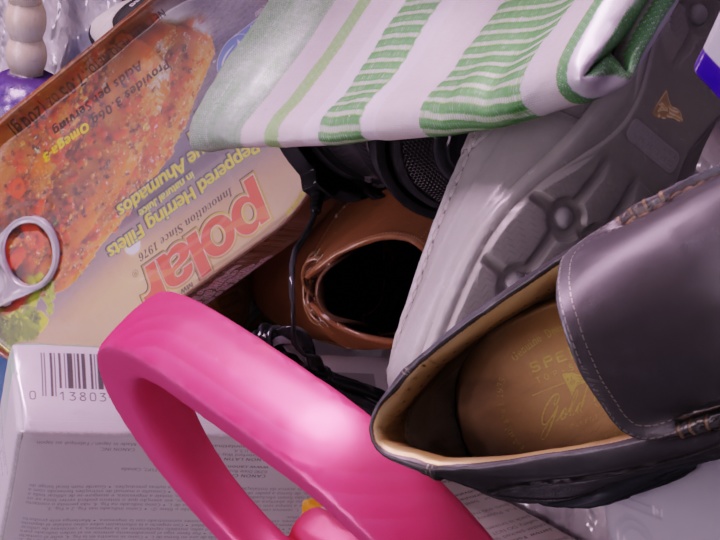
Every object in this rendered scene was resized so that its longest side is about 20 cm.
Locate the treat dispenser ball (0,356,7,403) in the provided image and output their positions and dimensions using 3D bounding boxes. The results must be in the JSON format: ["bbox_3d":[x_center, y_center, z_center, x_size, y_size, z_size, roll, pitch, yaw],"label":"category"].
[{"bbox_3d":[-0.178,0.039,1.040,0.200,0.200,0.203,24,119,52],"label":"treat dispenser ball"}]

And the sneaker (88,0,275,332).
[{"bbox_3d":[-0.083,-0.022,0.965,0.087,0.076,0.202,8,99,22],"label":"sneaker"}]

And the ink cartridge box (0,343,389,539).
[{"bbox_3d":[-0.079,0.110,0.946,0.201,0.159,0.050,110,157,-49],"label":"ink cartridge box"}]

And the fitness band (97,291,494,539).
[{"bbox_3d":[-0.016,0.080,0.746,0.199,0.037,0.144,29,156,43],"label":"fitness band"}]

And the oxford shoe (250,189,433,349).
[{"bbox_3d":[0.000,0.000,0.871,0.199,0.071,0.072,-6,96,59],"label":"oxford shoe"}]

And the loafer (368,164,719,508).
[{"bbox_3d":[0.079,0.016,0.551,0.200,0.072,0.073,-40,62,48],"label":"loafer"}]

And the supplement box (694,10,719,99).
[{"bbox_3d":[0.178,-0.099,0.530,0.101,0.103,0.201,55,139,35],"label":"supplement box"}]

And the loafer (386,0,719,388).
[{"bbox_3d":[0.066,-0.037,0.684,0.201,0.070,0.070,-57,32,-11],"label":"loafer"}]

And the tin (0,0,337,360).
[{"bbox_3d":[-0.084,-0.037,0.895,0.199,0.042,0.113,-34,69,23],"label":"tin"}]

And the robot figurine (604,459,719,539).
[{"bbox_3d":[0.147,0.064,0.616,0.199,0.112,0.171,13,80,55],"label":"robot figurine"}]

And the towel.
[{"bbox_3d":[0.039,-0.102,0.699,0.023,0.153,0.199,45,155,-29],"label":"towel"}]

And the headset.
[{"bbox_3d":[0.023,-0.047,0.768,0.123,0.094,0.201,12,69,57],"label":"headset"}]

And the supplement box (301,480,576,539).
[{"bbox_3d":[0.058,0.168,0.826,0.199,0.073,0.127,23,118,52],"label":"supplement box"}]

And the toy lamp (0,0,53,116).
[{"bbox_3d":[-0.167,-0.173,1.092,0.058,0.058,0.202,33,125,49],"label":"toy lamp"}]
